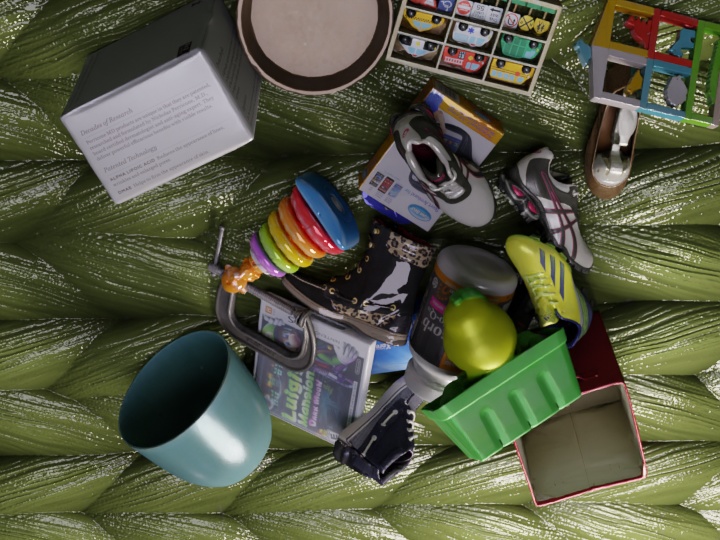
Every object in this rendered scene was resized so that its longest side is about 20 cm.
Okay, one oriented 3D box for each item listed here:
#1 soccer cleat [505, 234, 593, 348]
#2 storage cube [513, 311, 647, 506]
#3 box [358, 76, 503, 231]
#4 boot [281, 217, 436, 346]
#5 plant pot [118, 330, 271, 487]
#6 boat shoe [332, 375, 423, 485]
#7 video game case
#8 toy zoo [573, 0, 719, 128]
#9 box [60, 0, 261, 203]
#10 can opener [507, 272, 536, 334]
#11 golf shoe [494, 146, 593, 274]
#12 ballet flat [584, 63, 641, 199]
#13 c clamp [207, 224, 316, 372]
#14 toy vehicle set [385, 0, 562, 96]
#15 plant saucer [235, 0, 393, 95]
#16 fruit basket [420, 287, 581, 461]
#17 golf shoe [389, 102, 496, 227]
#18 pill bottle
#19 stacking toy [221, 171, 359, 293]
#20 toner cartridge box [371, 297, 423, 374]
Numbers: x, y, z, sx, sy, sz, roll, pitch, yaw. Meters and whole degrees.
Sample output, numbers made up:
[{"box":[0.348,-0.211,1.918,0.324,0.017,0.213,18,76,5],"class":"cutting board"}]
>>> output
[{"box":[0.252,0.029,1.689,0.064,0.084,0.200,2,145,44],"class":"soccer cleat"},{"box":[0.297,0.194,1.798,0.169,0.181,0.202,-16,119,8],"class":"storage cube"},{"box":[0.086,-0.144,1.678,0.118,0.042,0.201,29,115,-17],"class":"box"},{"box":[0.000,0.000,1.741,0.198,0.073,0.152,27,103,17],"class":"boot"},{"box":[-0.221,0.215,1.810,0.199,0.202,0.161,-29,127,17],"class":"plant pot"},{"box":[0.056,0.230,1.809,0.092,0.200,0.075,30,142,28],"class":"boat shoe"},{"box":[-0.073,0.148,1.813,0.180,0.023,0.202,23,126,19],"class":"video game case"},{"box":[0.363,-0.263,1.574,0.197,0.020,0.133,12,82,-8],"class":"toy zoo"},{"box":[-0.237,-0.215,1.540,0.198,0.200,0.132,-23,119,13],"class":"box"},{"box":[0.222,0.072,1.755,0.078,0.063,0.201,31,83,1],"class":"can opener"},{"box":[0.271,-0.076,1.701,0.088,0.077,0.200,-41,120,5],"class":"golf shoe"},{"box":[0.336,-0.171,1.643,0.067,0.073,0.202,6,121,-3],"class":"ballet flat"},{"box":[-0.139,0.054,1.762,0.199,0.027,0.172,32,131,13],"class":"c clamp"},{"box":[0.141,-0.304,1.588,0.197,0.027,0.126,12,120,-8],"class":"toy vehicle set"},{"box":[-0.057,-0.318,1.567,0.197,0.030,0.203,-4,118,-7],"class":"plant saucer"},{"box":[0.163,0.117,1.620,0.212,0.156,0.219,1,85,-6],"class":"fruit basket"},{"box":[0.105,-0.118,1.614,0.077,0.089,0.200,-34,117,19],"class":"golf shoe"},{"box":[0.132,0.076,1.717,0.115,0.117,0.202,14,115,-8],"class":"pill bottle"},{"box":[-0.107,-0.032,1.687,0.199,0.110,0.117,-36,90,14],"class":"stacking toy"},{"box":[0.075,0.091,1.817,0.197,0.043,0.096,-9,122,5],"class":"toner cartridge box"}]
